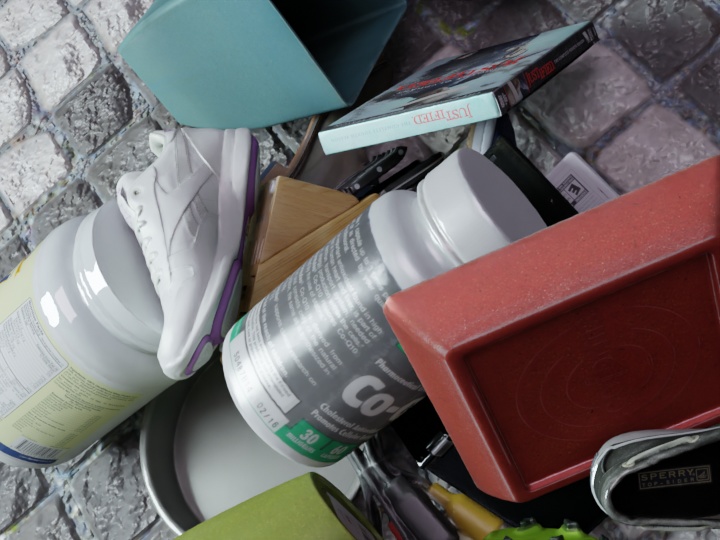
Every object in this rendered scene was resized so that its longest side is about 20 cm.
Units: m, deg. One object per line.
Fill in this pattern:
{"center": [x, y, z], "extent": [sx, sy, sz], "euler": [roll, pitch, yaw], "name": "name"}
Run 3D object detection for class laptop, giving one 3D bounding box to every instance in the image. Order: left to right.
{"center": [0.116, 0.054, 0.717], "extent": [0.187, 0.116, 0.200], "euler": [-48, 55, 17], "name": "laptop"}

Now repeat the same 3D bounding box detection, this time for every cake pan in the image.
{"center": [-0.075, 0.124, 0.825], "extent": [0.199, 0.037, 0.202], "euler": [-7, 67, 17], "name": "cake pan"}

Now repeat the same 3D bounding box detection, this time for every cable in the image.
{"center": [0.021, 0.154, 0.757], "extent": [0.097, 0.050, 0.200], "euler": [-43, 72, 12], "name": "cable"}

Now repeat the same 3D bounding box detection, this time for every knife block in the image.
{"center": [0.000, 0.000, 0.801], "extent": [0.174, 0.064, 0.202], "euler": [15, 82, -17], "name": "knife block"}

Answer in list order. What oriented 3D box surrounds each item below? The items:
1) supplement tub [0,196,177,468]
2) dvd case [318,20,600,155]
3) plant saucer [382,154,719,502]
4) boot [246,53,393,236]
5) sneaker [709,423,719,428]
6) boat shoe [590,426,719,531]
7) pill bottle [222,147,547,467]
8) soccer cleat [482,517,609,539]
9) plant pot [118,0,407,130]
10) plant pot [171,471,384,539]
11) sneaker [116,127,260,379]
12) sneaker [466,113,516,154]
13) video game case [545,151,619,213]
{"center": [-0.212, 0.048, 0.814], "extent": [0.200, 0.145, 0.146], "euler": [-36, 59, 29], "name": "supplement tub"}
{"center": [0.078, -0.138, 0.791], "extent": [0.145, 0.022, 0.200], "euler": [-7, 21, 36], "name": "dvd case"}
{"center": [0.137, 0.052, 0.609], "extent": [0.199, 0.200, 0.037], "euler": [-23, 42, 6], "name": "plant saucer"}
{"center": [-0.011, -0.084, 0.884], "extent": [0.097, 0.075, 0.200], "euler": [37, 74, 4], "name": "boot"}
{"center": [0.272, 0.166, 0.634], "extent": [0.075, 0.087, 0.201], "euler": [-27, 73, 4], "name": "sneaker"}
{"center": [0.230, 0.112, 0.589], "extent": [0.198, 0.064, 0.071], "euler": [-12, 89, 6], "name": "boat shoe"}
{"center": [0.018, 0.024, 0.654], "extent": [0.200, 0.113, 0.114], "euler": [-40, 59, 23], "name": "pill bottle"}
{"center": [0.163, 0.212, 0.657], "extent": [0.199, 0.067, 0.082], "euler": [10, 106, 32], "name": "soccer cleat"}
{"center": [-0.096, -0.206, 0.884], "extent": [0.199, 0.142, 0.142], "euler": [-12, 39, 39], "name": "plant pot"}
{"center": [-0.073, 0.234, 0.694], "extent": [0.200, 0.187, 0.187], "euler": [-43, 61, -1], "name": "plant pot"}
{"center": [-0.128, -0.016, 0.745], "extent": [0.099, 0.075, 0.201], "euler": [8, 57, -4], "name": "sneaker"}
{"center": [0.130, -0.020, 0.763], "extent": [0.108, 0.070, 0.202], "euler": [0, 94, 15], "name": "sneaker"}
{"center": [0.163, 0.041, 0.716], "extent": [0.200, 0.018, 0.143], "euler": [46, 107, 6], "name": "video game case"}
